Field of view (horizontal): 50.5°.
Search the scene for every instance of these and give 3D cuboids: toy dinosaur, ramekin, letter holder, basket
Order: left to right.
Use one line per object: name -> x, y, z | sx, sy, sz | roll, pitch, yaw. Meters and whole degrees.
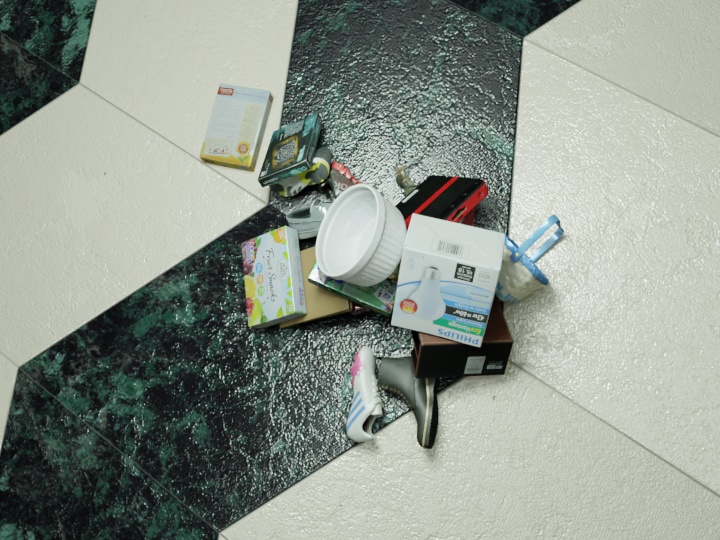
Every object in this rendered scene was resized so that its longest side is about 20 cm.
ramekin -> 0.006, -0.065, 1.576 | 0.198, 0.104, 0.205 | -29, 49, 39
toy dinosaur -> 0.151, -0.163, 1.766 | 0.087, 0.047, 0.204 | -27, 77, 7
letter holder -> 0.205, 0.139, 1.627 | 0.194, 0.102, 0.144 | -1, 41, -8
basket -> 0.351, -0.031, 1.623 | 0.199, 0.176, 0.140 | -40, 71, 10

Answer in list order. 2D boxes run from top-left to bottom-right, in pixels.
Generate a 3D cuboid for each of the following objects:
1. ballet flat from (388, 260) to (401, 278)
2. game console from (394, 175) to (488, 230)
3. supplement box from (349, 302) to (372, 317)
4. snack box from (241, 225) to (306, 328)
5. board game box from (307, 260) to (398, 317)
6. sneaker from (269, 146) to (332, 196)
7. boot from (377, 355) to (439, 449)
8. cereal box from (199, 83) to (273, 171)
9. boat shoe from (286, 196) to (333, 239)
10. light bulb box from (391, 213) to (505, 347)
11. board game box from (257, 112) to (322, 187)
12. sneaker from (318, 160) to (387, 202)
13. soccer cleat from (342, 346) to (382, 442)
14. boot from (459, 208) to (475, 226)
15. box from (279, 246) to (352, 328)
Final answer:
ballet flat -> 0.091, -0.070, 1.652 | 0.069, 0.072, 0.202 | 12, 48, 13
game console -> 0.163, -0.143, 1.645 | 0.174, 0.032, 0.199 | 10, 40, 44
supplement box -> 0.004, -0.008, 1.745 | 0.106, 0.061, 0.205 | -17, 74, 6
snack box -> -0.201, 0.017, 1.759 | 0.140, 0.053, 0.205 | -17, 72, 29
board game box -> 0.000, 0.000, 1.666 | 0.196, 0.029, 0.137 | 23, 71, 7
sneaker -> -0.140, -0.236, 1.815 | 0.196, 0.075, 0.085 | -9, 37, 35
boot -> 0.099, 0.281, 1.655 | 0.135, 0.078, 0.205 | -2, 63, 15
cereal box -> -0.308, -0.358, 1.904 | 0.140, 0.040, 0.205 | 12, 78, 13
boat shoe -> -0.092, -0.127, 1.745 | 0.197, 0.072, 0.071 | -13, 36, 37
light bulb box -> 0.173, 0.020, 1.528 | 0.193, 0.204, 0.126 | 13, 38, 8
board game box -> -0.162, -0.284, 1.792 | 0.132, 0.028, 0.203 | -18, 38, 22
sneaker -> -0.018, -0.168, 1.775 | 0.199, 0.071, 0.098 | 37, 66, 19
soccer cleat -> 0.019, 0.271, 1.663 | 0.085, 0.069, 0.206 | 5, 84, 35
boot -> 0.233, -0.072, 1.685 | 0.071, 0.201, 0.146 | -21, 109, 29
box -> -0.110, 0.031, 1.741 | 0.196, 0.021, 0.168 | -16, 72, 30
